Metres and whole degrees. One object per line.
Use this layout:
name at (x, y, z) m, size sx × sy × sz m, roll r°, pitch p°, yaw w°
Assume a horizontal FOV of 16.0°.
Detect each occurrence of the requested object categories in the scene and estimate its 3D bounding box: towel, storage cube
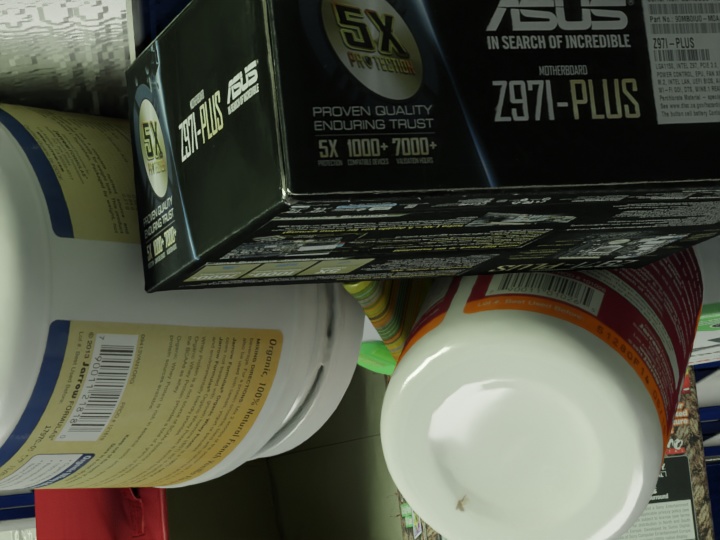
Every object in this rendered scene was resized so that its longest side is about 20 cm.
towel at (0.025, 0.008, 1.074) m, size 0.018 × 0.086 × 0.200 m, roll 5°, pitch 156°, yaw 17°
storage cube at (-0.083, 0.104, 1.492) m, size 0.199 × 0.172 × 0.180 m, roll -2°, pitch 171°, yaw -31°

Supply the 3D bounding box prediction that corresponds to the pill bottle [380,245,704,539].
pill bottle at (0.081, 0.022, 1.039) m, size 0.109 × 0.110 × 0.200 m, roll -10°, pitch -155°, yaw 21°

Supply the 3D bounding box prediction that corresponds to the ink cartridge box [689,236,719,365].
ink cartridge box at (0.166, -0.005, 1.259) m, size 0.145 × 0.085 × 0.200 m, roll -11°, pitch 170°, yaw 27°

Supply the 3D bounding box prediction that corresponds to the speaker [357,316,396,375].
speaker at (0.000, 0.000, 1.171) m, size 0.088 × 0.089 × 0.200 m, roll -9°, pitch 170°, yaw 14°

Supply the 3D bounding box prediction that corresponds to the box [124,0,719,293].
box at (0.038, -0.052, 0.874) m, size 0.199 × 0.087 × 0.164 m, roll -3°, pitch 170°, yaw -20°

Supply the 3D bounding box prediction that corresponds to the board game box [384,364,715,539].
board game box at (0.099, 0.087, 1.412) m, size 0.159 × 0.201 × 0.097 m, roll -4°, pitch 172°, yaw -8°

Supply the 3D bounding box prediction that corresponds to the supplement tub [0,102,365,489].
supplement tub at (-0.107, 0.012, 0.983) m, size 0.144 × 0.145 × 0.199 m, roll -14°, pitch 168°, yaw 39°
